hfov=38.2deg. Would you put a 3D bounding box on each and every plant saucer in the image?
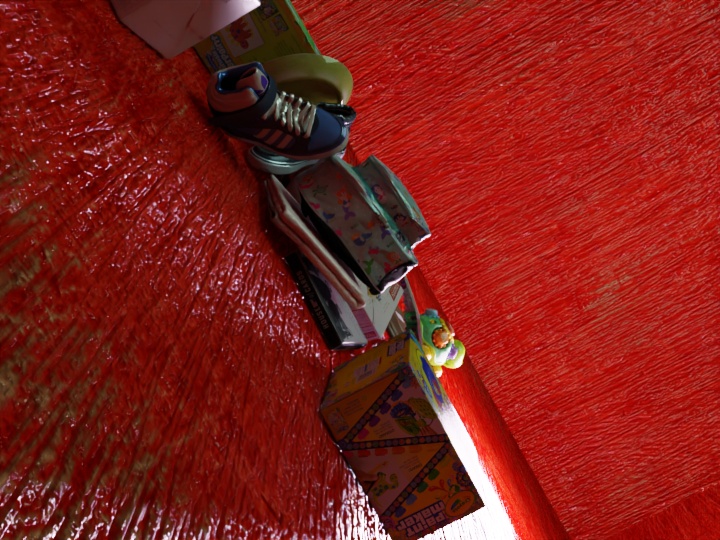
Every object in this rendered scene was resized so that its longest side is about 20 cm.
[{"bbox_3d":[-0.106,-0.270,1.666,0.200,0.200,0.031,49,24,-62],"label":"plant saucer"},{"bbox_3d":[0.089,0.134,2.207,0.200,0.029,0.200,59,8,-14],"label":"plant saucer"}]

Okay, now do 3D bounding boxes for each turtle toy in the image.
[{"bbox_3d":[0.172,0.165,2.380,0.200,0.101,0.146,54,10,-48],"label":"turtle toy"}]

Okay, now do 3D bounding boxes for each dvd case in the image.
[{"bbox_3d":[-0.048,0.048,1.549,0.151,0.025,0.200,63,7,9],"label":"dvd case"}]

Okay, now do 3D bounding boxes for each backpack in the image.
[{"bbox_3d":[0.000,-0.086,1.541,0.200,0.151,0.178,44,8,-21],"label":"backpack"}]

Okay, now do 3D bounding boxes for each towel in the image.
[{"bbox_3d":[-0.072,-0.043,1.536,0.191,0.032,0.200,49,6,-21],"label":"towel"}]

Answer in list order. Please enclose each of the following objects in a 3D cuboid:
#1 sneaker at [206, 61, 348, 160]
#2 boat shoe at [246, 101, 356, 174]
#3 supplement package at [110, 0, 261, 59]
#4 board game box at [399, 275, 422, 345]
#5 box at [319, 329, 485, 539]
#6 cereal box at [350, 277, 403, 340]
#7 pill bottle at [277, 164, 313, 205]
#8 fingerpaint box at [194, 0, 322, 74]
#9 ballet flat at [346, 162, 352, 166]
[{"bbox_3d":[-0.116,-0.225,1.444,0.147,0.200,0.081,88,15,-70],"label":"sneaker"},{"bbox_3d":[-0.091,-0.213,1.629,0.071,0.091,0.200,40,36,26],"label":"boat shoe"},{"bbox_3d":[-0.252,-0.410,1.324,0.200,0.150,0.152,63,7,12],"label":"supplement package"},{"bbox_3d":[0.091,0.131,1.939,0.200,0.026,0.200,-103,-174,-66],"label":"board game box"},{"bbox_3d":[0.054,0.202,1.292,0.193,0.122,0.200,62,7,-7],"label":"box"},{"bbox_3d":[0.000,0.000,1.774,0.200,0.039,0.144,61,33,-23],"label":"cereal box"},{"bbox_3d":[-0.076,-0.138,1.719,0.110,0.109,0.200,57,8,-34],"label":"pill bottle"},{"bbox_3d":[-0.167,-0.361,1.689,0.200,0.167,0.073,56,10,-32],"label":"fingerpaint box"},{"bbox_3d":[-0.043,-0.131,1.835,0.067,0.046,0.200,46,41,-14],"label":"ballet flat"}]
